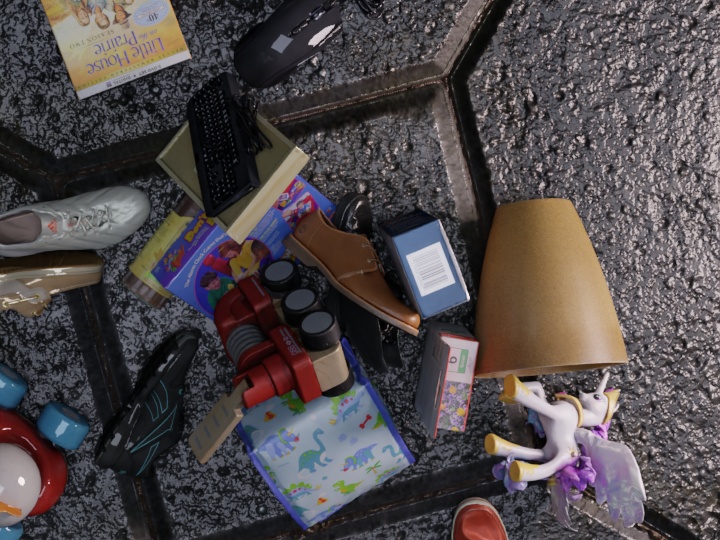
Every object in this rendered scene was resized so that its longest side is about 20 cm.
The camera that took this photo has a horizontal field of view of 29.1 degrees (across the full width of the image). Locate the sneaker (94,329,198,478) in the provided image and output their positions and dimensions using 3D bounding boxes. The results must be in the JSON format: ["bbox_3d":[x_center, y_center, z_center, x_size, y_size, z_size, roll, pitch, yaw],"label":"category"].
[{"bbox_3d":[-0.244,0.163,1.684,0.079,0.075,0.201,30,101,-18],"label":"sneaker"}]

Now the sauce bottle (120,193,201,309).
[{"bbox_3d":[-0.205,-0.049,1.661,0.065,0.065,0.201,36,93,-7],"label":"sauce bottle"}]

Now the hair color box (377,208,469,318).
[{"bbox_3d":[0.071,-0.012,1.618,0.060,0.200,0.101,-21,97,-2],"label":"hair color box"}]

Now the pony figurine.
[{"bbox_3d":[0.247,0.216,1.675,0.199,0.166,0.195,6,76,-35],"label":"pony figurine"}]

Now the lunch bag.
[{"bbox_3d":[-0.040,0.207,1.673,0.169,0.128,0.201,-30,126,-1],"label":"lunch bag"}]

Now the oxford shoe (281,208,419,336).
[{"bbox_3d":[0.000,0.000,1.598,0.200,0.071,0.071,40,91,19],"label":"oxford shoe"}]

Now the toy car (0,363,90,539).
[{"bbox_3d":[-0.430,0.230,1.602,0.176,0.200,0.185,34,92,-7],"label":"toy car"}]

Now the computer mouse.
[{"bbox_3d":[-0.080,-0.318,1.654,0.199,0.046,0.141,-33,98,-1],"label":"computer mouse"}]

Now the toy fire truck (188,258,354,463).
[{"bbox_3d":[-0.126,0.109,1.591,0.199,0.176,0.129,-25,129,-12],"label":"toy fire truck"}]

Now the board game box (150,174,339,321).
[{"bbox_3d":[-0.134,-0.035,1.644,0.200,0.045,0.134,-50,133,1],"label":"board game box"}]

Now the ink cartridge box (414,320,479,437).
[{"bbox_3d":[0.104,0.128,1.635,0.050,0.200,0.110,9,95,-5],"label":"ink cartridge box"}]

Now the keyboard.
[{"bbox_3d":[-0.159,-0.160,1.580,0.104,0.201,0.040,-34,137,19],"label":"keyboard"}]

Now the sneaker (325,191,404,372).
[{"bbox_3d":[0.014,0.013,1.663,0.060,0.104,0.202,-7,109,-49],"label":"sneaker"}]

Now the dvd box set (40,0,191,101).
[{"bbox_3d":[-0.302,-0.320,1.644,0.145,0.029,0.201,-20,96,-2],"label":"dvd box set"}]

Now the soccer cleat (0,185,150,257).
[{"bbox_3d":[-0.347,-0.055,1.638,0.198,0.078,0.070,-13,84,-3],"label":"soccer cleat"}]

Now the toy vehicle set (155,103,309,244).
[{"bbox_3d":[-0.151,-0.128,1.602,0.124,0.200,0.026,-50,133,3],"label":"toy vehicle set"}]

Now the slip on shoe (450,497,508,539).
[{"bbox_3d":[0.156,0.383,1.735,0.073,0.061,0.202,-6,95,-2],"label":"slip on shoe"}]

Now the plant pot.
[{"bbox_3d":[0.215,0.021,1.660,0.185,0.186,0.202,-5,82,-4],"label":"plant pot"}]

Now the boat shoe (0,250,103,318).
[{"bbox_3d":[-0.402,0.023,1.655,0.198,0.074,0.070,-7,108,-3],"label":"boat shoe"}]
